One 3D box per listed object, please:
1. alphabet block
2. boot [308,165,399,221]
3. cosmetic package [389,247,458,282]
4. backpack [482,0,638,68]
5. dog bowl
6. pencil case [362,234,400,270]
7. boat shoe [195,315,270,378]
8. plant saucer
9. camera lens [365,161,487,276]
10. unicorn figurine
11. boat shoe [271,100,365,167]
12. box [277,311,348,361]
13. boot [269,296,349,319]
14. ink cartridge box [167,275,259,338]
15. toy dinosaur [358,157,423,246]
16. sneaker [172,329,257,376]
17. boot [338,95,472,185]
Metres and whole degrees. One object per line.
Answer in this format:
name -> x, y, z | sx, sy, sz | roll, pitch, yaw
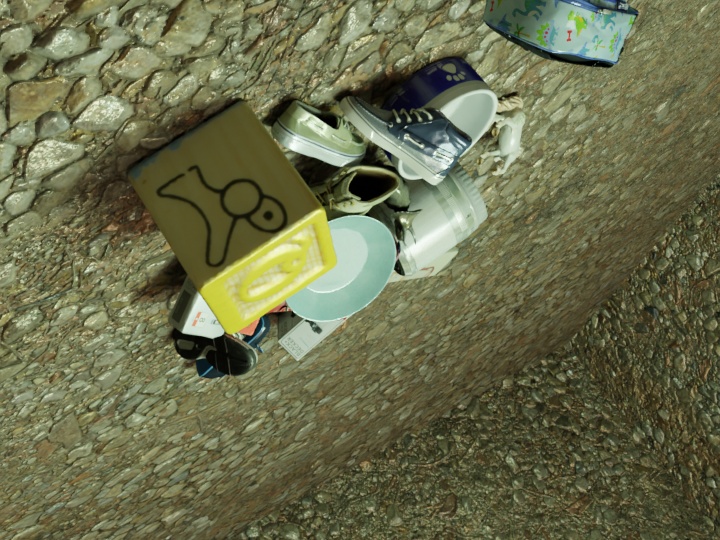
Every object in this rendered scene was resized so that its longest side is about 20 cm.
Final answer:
alphabet block -> -0.167, -0.067, 1.233 | 0.194, 0.201, 0.197 | -33, 160, -7
boot -> -0.051, -0.111, 1.405 | 0.198, 0.073, 0.154 | -12, 177, -21
cosmetic package -> 0.095, -0.045, 1.842 | 0.199, 0.104, 0.087 | -6, 146, -51
backpack -> 0.283, -0.386, 1.311 | 0.199, 0.183, 0.148 | -10, 125, -43
dog bowl -> 0.123, -0.246, 1.485 | 0.199, 0.079, 0.201 | -31, 159, -13
pencil case -> 0.000, 0.000, 1.601 | 0.086, 0.083, 0.200 | -12, 155, -30
boat shoe -> -0.237, 0.141, 1.755 | 0.199, 0.085, 0.068 | -33, 145, 32
plant saucer -> -0.039, -0.010, 1.458 | 0.199, 0.039, 0.203 | -17, 131, -20
camera lens -> 0.110, -0.099, 1.664 | 0.199, 0.161, 0.160 | -34, 160, -6
unicorn figurine -> 0.273, -0.244, 1.729 | 0.137, 0.074, 0.201 | -35, 157, -37
boat shoe -> -0.047, -0.199, 1.331 | 0.062, 0.072, 0.199 | -51, 155, 22
box -> -0.074, 0.074, 1.802 | 0.200, 0.060, 0.117 | -41, -160, 12
boot -> -0.100, 0.050, 1.512 | 0.199, 0.144, 0.073 | -28, 143, -54
ink cartridge box -> -0.202, 0.035, 1.488 | 0.199, 0.050, 0.164 | 17, 101, -50
toy dinosaur -> 0.049, -0.143, 1.522 | 0.077, 0.102, 0.201 | -38, 133, -11
sneaker -> -0.230, 0.121, 1.612 | 0.115, 0.199, 0.077 | -23, 116, -45
boot -> 0.069, -0.219, 1.356 | 0.199, 0.073, 0.090 | 33, 113, -22
